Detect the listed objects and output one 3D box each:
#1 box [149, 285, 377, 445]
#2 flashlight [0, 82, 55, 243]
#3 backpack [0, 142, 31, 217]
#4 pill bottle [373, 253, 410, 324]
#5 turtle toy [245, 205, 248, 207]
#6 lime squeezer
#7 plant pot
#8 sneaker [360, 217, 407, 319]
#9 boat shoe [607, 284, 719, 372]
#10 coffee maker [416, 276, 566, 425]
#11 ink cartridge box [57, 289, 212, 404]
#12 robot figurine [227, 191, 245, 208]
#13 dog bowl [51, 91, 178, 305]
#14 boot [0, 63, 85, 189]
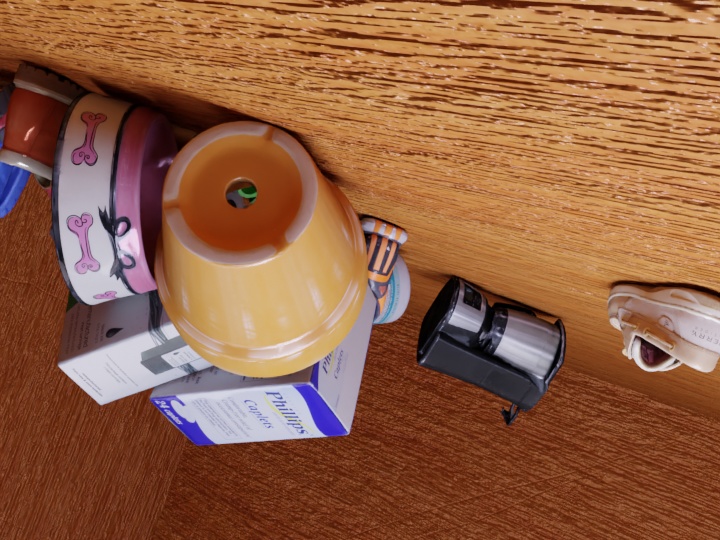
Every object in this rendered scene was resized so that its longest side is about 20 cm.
[{"bbox_3d":[-0.100,0.084,0.985,0.197,0.186,0.105,-8,137,24],"label":"box"},{"bbox_3d":[-0.348,-0.106,0.993,0.067,0.202,0.068,-31,172,27],"label":"flashlight"},{"bbox_3d":[-0.478,-0.145,1.078,0.166,0.164,0.200,18,-165,-32],"label":"backpack"},{"bbox_3d":[-0.036,0.024,1.237,0.198,0.113,0.110,-4,-169,-35],"label":"pill bottle"},{"bbox_3d":[-0.138,-0.043,1.341,0.144,0.102,0.200,18,176,24],"label":"turtle toy"},{"bbox_3d":[-0.128,-0.106,0.995,0.071,0.038,0.200,52,-178,9],"label":"lime squeezer"},{"bbox_3d":[-0.091,-0.029,0.779,0.198,0.202,0.184,20,161,7],"label":"plant pot"},{"bbox_3d":[0.000,0.000,1.118,0.077,0.114,0.200,20,176,-2],"label":"sneaker"},{"bbox_3d":[0.264,0.055,0.803,0.073,0.070,0.200,20,176,-2],"label":"boat shoe"},{"bbox_3d":[0.188,0.130,1.380,0.198,0.194,0.135,22,-168,-6],"label":"coffee maker"},{"bbox_3d":[-0.206,0.035,0.949,0.197,0.148,0.083,-20,136,12],"label":"ink cartridge box"},{"bbox_3d":[-0.233,-0.052,1.067,0.125,0.198,0.151,59,174,40],"label":"robot figurine"},{"bbox_3d":[-0.224,-0.067,0.857,0.073,0.204,0.200,1,175,2],"label":"dog bowl"},{"bbox_3d":[-0.306,-0.133,0.954,0.074,0.109,0.200,15,177,22],"label":"boot"}]
